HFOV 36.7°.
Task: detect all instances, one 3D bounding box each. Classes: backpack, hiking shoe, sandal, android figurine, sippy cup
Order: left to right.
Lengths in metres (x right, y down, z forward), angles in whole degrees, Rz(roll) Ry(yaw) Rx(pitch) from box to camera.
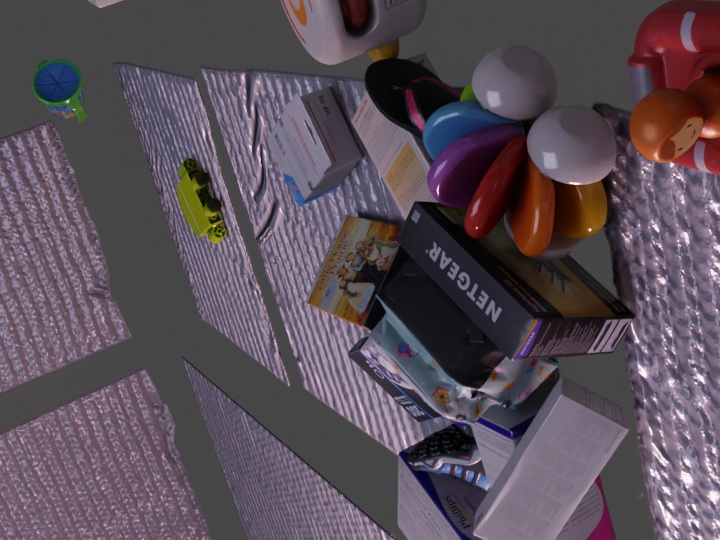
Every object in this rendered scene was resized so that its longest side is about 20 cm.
[{"bbox_3d":[-0.815,-0.484,2.968,0.131,0.138,0.180,93,172,-70],"label":"sippy cup"},{"bbox_3d":[-0.339,-0.142,2.293,0.183,0.041,0.200,65,159,3],"label":"android figurine"},{"bbox_3d":[0.087,-0.167,1.171,0.200,0.075,0.045,44,164,13],"label":"sandal"},{"bbox_3d":[0.143,0.263,1.462,0.199,0.074,0.087,-15,106,49],"label":"hiking shoe"},{"bbox_3d":[0.120,0.081,1.211,0.176,0.154,0.199,43,-165,34],"label":"backpack"}]

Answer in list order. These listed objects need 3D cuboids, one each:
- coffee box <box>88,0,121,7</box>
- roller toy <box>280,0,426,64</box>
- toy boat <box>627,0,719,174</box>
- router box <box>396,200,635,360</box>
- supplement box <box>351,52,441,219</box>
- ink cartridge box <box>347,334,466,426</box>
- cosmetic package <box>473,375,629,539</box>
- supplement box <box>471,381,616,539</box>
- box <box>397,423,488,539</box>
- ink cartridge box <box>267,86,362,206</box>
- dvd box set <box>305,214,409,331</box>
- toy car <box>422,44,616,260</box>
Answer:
[{"bbox_3d":[-0.388,-0.562,1.739,0.200,0.198,0.199,37,146,50],"label":"coffee box"},{"bbox_3d":[-0.012,-0.327,1.170,0.182,0.139,0.202,137,109,-80],"label":"roller toy"},{"bbox_3d":[0.250,-0.116,0.777,0.200,0.130,0.132,28,138,58],"label":"toy boat"},{"bbox_3d":[0.155,0.006,1.098,0.200,0.156,0.053,48,124,38],"label":"router box"},{"bbox_3d":[0.077,-0.130,1.259,0.201,0.073,0.126,62,159,10],"label":"supplement box"},{"bbox_3d":[0.088,0.156,1.473,0.200,0.043,0.198,41,161,-4],"label":"ink cartridge box"},{"bbox_3d":[0.204,0.219,1.179,0.082,0.051,0.201,28,113,0],"label":"cosmetic package"},{"bbox_3d":[0.215,0.244,1.288,0.103,0.101,0.202,16,127,63],"label":"supplement box"},{"bbox_3d":[0.142,0.364,1.587,0.184,0.104,0.201,50,155,37],"label":"box"},{"bbox_3d":[-0.063,-0.180,1.550,0.117,0.066,0.200,64,160,4],"label":"ink cartridge box"},{"bbox_3d":[0.000,0.000,1.516,0.029,0.147,0.200,27,176,-26],"label":"dvd box set"},{"bbox_3d":[0.137,-0.098,1.041,0.201,0.149,0.176,54,157,28],"label":"toy car"}]
